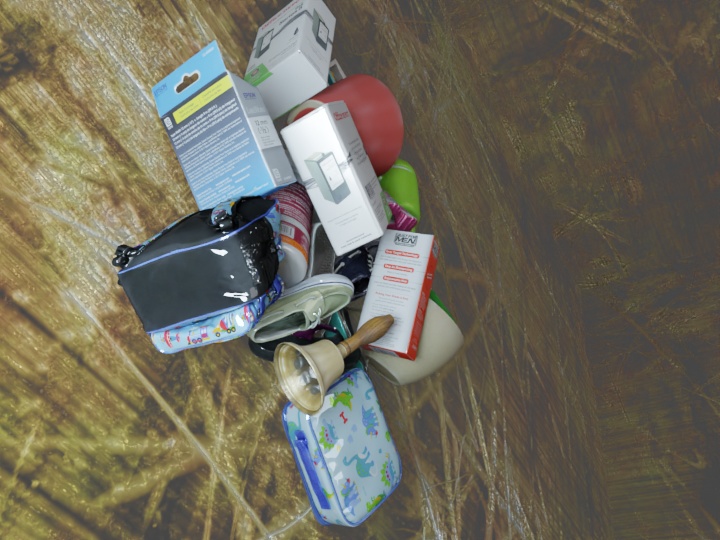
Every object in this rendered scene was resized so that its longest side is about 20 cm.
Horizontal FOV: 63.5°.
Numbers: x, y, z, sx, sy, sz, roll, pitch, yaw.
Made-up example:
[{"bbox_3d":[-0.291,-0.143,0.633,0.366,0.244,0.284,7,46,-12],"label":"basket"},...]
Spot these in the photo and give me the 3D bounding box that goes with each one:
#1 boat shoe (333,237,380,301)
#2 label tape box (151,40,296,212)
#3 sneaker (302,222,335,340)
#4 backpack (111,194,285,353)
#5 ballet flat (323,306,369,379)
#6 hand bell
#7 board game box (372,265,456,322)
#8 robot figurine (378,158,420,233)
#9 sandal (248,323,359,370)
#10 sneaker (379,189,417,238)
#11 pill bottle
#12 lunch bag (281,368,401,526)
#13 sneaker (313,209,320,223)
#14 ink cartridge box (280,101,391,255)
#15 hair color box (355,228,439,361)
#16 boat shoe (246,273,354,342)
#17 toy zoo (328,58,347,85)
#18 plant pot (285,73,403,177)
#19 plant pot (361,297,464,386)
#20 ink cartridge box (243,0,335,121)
[{"bbox_3d":[0.000,0.000,1.051,0.198,0.091,0.077,-30,137,-45],"label":"boat shoe"},{"bbox_3d":[-0.193,-0.189,0.816,0.066,0.140,0.206,-30,99,-60],"label":"label tape box"},{"bbox_3d":[-0.088,0.026,0.957,0.071,0.083,0.207,17,79,-39],"label":"sneaker"},{"bbox_3d":[-0.174,-0.011,0.721,0.201,0.177,0.138,-65,137,-67],"label":"backpack"},{"bbox_3d":[-0.018,0.151,1.002,0.068,0.066,0.207,9,65,-67],"label":"ballet flat"},{"bbox_3d":[-0.018,0.112,0.839,0.197,0.103,0.107,-26,95,-39],"label":"hand bell"},{"bbox_3d":[0.095,0.031,1.179,0.154,0.040,0.200,51,-5,-32],"label":"board game box"},{"bbox_3d":[0.075,-0.164,1.305,0.174,0.114,0.206,30,47,-43],"label":"robot figurine"},{"bbox_3d":[-0.072,0.110,0.873,0.196,0.049,0.075,11,25,-40],"label":"sandal"},{"bbox_3d":[0.047,-0.109,1.122,0.089,0.081,0.200,48,3,24],"label":"sneaker"},{"bbox_3d":[-0.127,-0.082,0.903,0.109,0.107,0.205,41,39,-41],"label":"pill bottle"},{"bbox_3d":[-0.029,0.264,0.877,0.159,0.081,0.206,-25,96,-49],"label":"lunch bag"},{"bbox_3d":[-0.038,-0.099,1.121,0.200,0.069,0.102,41,38,-52],"label":"sneaker"},{"bbox_3d":[-0.031,-0.149,0.911,0.205,0.082,0.146,65,16,-11],"label":"ink cartridge box"},{"bbox_3d":[0.065,0.039,0.990,0.061,0.098,0.206,44,59,-62],"label":"hair color box"},{"bbox_3d":[-0.088,0.061,0.855,0.195,0.074,0.062,-16,47,-30],"label":"boat shoe"},{"bbox_3d":[-0.055,-0.400,1.318,0.134,0.020,0.201,60,30,-19],"label":"toy zoo"},{"bbox_3d":[-0.039,-0.260,1.107,0.176,0.197,0.206,-30,98,-51],"label":"plant pot"},{"bbox_3d":[0.077,0.132,1.086,0.136,0.198,0.201,-51,124,-17],"label":"plant pot"},{"bbox_3d":[-0.127,-0.391,1.056,0.084,0.143,0.205,40,40,-39],"label":"ink cartridge box"}]
